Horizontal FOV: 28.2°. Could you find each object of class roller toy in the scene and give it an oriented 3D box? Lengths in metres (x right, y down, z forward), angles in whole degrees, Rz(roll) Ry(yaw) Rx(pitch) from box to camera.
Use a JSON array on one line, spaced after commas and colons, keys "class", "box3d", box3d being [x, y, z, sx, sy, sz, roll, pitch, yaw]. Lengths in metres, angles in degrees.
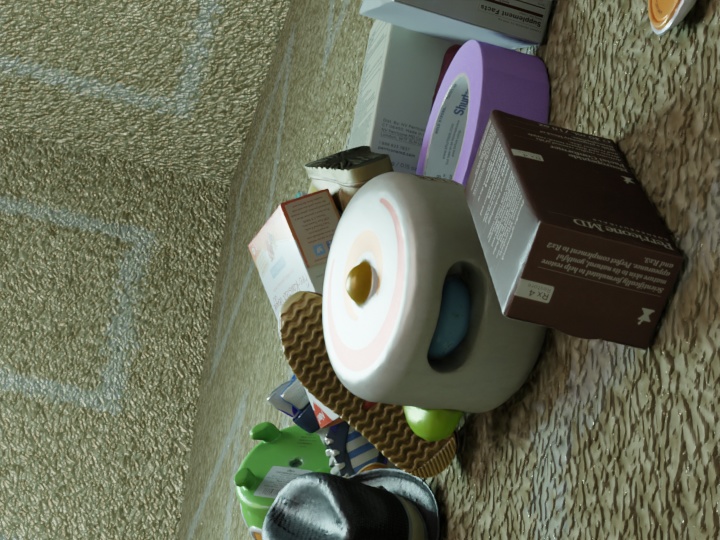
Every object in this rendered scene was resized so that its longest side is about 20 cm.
[{"class": "roller toy", "box3d": [0.052, 0.015, 1.140, 0.183, 0.138, 0.202, -50, 40, 48]}]

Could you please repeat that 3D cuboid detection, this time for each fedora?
[{"class": "fedora", "box3d": [-0.025, 0.242, 1.282, 0.200, 0.091, 0.202, -34, 35, 28]}]

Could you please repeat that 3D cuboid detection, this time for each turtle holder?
[{"class": "turtle holder", "box3d": [-0.064, 0.238, 1.582, 0.186, 0.139, 0.133, -103, 1, -60]}]

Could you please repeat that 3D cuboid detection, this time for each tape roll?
[{"class": "tape roll", "box3d": [0.105, -0.104, 1.302, 0.200, 0.065, 0.202, -168, 90, -80]}]

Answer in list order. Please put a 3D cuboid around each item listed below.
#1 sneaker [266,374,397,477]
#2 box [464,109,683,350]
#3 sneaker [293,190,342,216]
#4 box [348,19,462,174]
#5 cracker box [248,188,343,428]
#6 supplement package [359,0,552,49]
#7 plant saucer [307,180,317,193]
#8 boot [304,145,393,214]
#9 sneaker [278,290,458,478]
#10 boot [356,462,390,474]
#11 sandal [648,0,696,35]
[{"class": "sneaker", "box3d": [-0.033, 0.173, 1.469, 0.081, 0.145, 0.202, 145, 138, -74]}, {"class": "box", "box3d": [0.136, -0.033, 0.963, 0.201, 0.099, 0.076, -98, 24, -62]}, {"class": "sneaker", "box3d": [0.000, 0.000, 1.463, 0.078, 0.090, 0.202, 119, 134, -63]}, {"class": "box", "box3d": [0.057, -0.173, 1.513, 0.128, 0.108, 0.202, 139, 143, -73]}, {"class": "cracker box", "box3d": [-0.034, 0.040, 1.372, 0.202, 0.057, 0.134, 67, 157, 9]}, {"class": "supplement package", "box3d": [0.104, -0.325, 1.349, 0.191, 0.146, 0.202, -150, 74, -79]}, {"class": "plant saucer", "box3d": [-0.031, -0.035, 1.671, 0.200, 0.048, 0.202, 0, -68, -69]}, {"class": "boot", "box3d": [0.010, -0.012, 1.380, 0.175, 0.066, 0.202, -141, 35, -74]}, {"class": "sneaker", "box3d": [0.006, 0.097, 1.255, 0.075, 0.200, 0.090, -42, -1, 8]}, {"class": "boot", "box3d": [0.018, 0.283, 1.336, 0.144, 0.070, 0.203, -7, 63, 66]}, {"class": "sandal", "box3d": [0.206, -0.261, 0.975, 0.079, 0.059, 0.209, 144, 138, -74]}]
